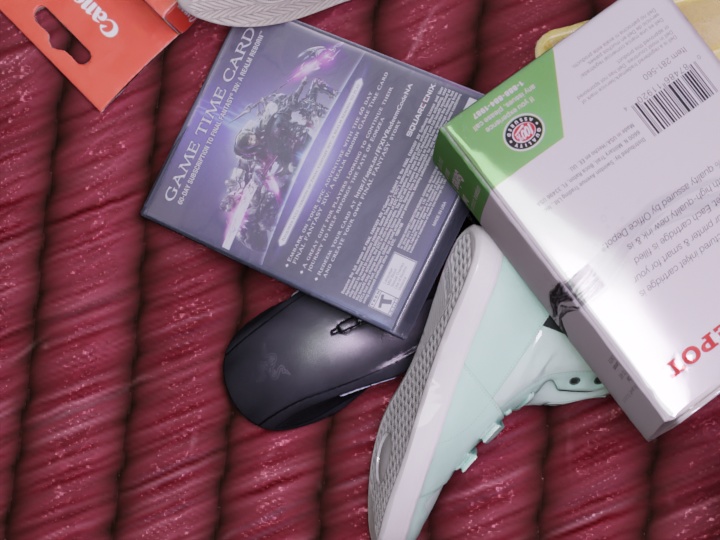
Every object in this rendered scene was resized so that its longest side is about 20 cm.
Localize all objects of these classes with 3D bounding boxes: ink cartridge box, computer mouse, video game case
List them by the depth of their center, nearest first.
[{"bbox_3d":[0.155,-0.030,1.544,0.146,0.084,0.200,-35,82,-10],"label":"ink cartridge box"},{"bbox_3d":[-0.021,-0.061,1.655,0.200,0.019,0.143,24,87,36],"label":"video game case"},{"bbox_3d":[0.000,0.000,1.664,0.200,0.046,0.141,-22,81,7],"label":"computer mouse"},{"bbox_3d":[-0.124,-0.204,1.713,0.200,0.050,0.109,-46,77,1],"label":"ink cartridge box"}]

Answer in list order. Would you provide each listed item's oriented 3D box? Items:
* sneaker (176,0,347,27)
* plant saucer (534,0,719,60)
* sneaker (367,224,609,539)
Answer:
[{"bbox_3d":[-0.019,-0.202,1.670,0.200,0.075,0.085,-15,74,-16],"label":"sneaker"},{"bbox_3d":[0.217,-0.059,1.619,0.200,0.048,0.200,-16,79,-4],"label":"plant saucer"},{"bbox_3d":[0.081,0.082,1.626,0.118,0.074,0.201,17,109,-16],"label":"sneaker"}]
